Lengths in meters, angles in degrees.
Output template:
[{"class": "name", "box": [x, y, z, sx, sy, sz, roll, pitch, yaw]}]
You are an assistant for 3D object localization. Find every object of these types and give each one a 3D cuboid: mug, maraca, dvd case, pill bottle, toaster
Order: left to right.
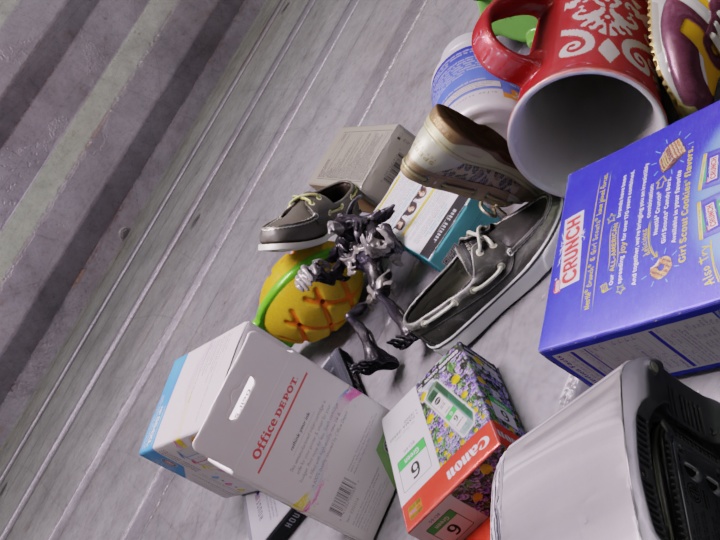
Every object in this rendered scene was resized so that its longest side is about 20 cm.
[{"class": "maraca", "box": [-0.075, 0.042, 0.997, 0.200, 0.136, 0.108, -45, 58, 17]}, {"class": "dvd case", "box": [-0.065, 0.200, 0.902, 0.201, 0.025, 0.151, -53, 24, 11]}, {"class": "pill bottle", "box": [0.134, -0.184, 0.894, 0.112, 0.111, 0.202, -41, 29, 30]}, {"class": "mug", "box": [0.199, -0.196, 0.725, 0.132, 0.178, 0.202, -17, 38, 34]}, {"class": "toaster", "box": [0.148, 0.159, 0.447, 0.129, 0.113, 0.202, -41, 30, 38]}]

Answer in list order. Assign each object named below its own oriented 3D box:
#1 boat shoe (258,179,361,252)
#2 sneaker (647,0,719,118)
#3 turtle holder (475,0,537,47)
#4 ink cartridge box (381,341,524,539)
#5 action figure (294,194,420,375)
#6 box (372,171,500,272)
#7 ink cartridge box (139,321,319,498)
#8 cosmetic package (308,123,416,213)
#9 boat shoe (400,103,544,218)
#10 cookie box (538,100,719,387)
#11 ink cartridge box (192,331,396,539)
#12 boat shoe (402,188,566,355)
[{"class": "boat shoe", "box": [-0.060, -0.065, 0.960, 0.071, 0.062, 0.201, 3, 14, 27]}, {"class": "sneaker", "box": [0.295, -0.218, 0.679, 0.089, 0.075, 0.203, -13, 57, 33]}, {"class": "turtle holder", "box": [0.208, -0.340, 0.953, 0.132, 0.139, 0.187, -54, -21, -35]}, {"class": "ink cartridge box", "box": [0.081, 0.159, 0.643, 0.109, 0.050, 0.201, -48, 25, 18]}, {"class": "action figure", "box": [0.000, 0.000, 0.858, 0.118, 0.101, 0.202, -35, 59, 23]}, {"class": "box", "box": [0.077, -0.056, 0.918, 0.083, 0.049, 0.200, -56, 24, 2]}, {"class": "ink cartridge box", "box": [-0.132, 0.157, 0.895, 0.199, 0.128, 0.127, -28, 36, 48]}, {"class": "cosmetic package", "box": [0.010, -0.140, 1.123, 0.106, 0.071, 0.199, -59, 24, -4]}, {"class": "boat shoe", "box": [0.107, -0.094, 0.746, 0.063, 0.198, 0.074, -47, 55, 20]}, {"class": "cookie box", "box": [0.230, -0.022, 0.556, 0.199, 0.075, 0.173, -25, 39, 49]}, {"class": "ink cartridge box", "box": [-0.055, 0.149, 0.731, 0.067, 0.199, 0.119, -3, 55, 60]}, {"class": "boat shoe", "box": [0.120, -0.005, 0.756, 0.201, 0.063, 0.071, -50, 24, 14]}]
